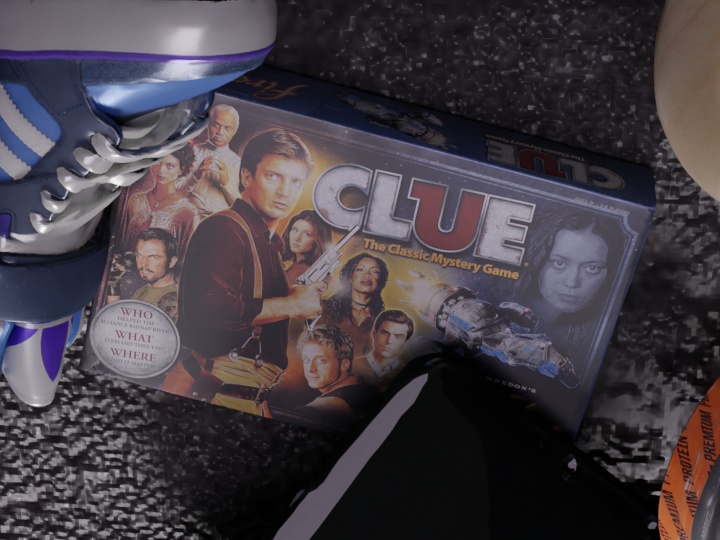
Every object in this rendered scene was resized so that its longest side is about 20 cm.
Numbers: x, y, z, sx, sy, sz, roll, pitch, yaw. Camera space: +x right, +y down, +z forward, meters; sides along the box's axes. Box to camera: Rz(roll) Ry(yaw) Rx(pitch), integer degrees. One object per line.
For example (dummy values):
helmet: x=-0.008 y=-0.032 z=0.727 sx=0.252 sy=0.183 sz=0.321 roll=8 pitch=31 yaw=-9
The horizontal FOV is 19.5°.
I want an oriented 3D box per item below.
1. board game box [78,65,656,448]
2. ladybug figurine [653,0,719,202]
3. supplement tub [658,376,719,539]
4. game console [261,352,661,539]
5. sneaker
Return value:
board game box: x=0.000 y=0.000 z=0.813 sx=0.198 sy=0.035 sz=0.136 roll=14 pitch=120 yaw=-2
ladybug figurine: x=0.189 y=-0.097 z=0.703 sx=0.199 sy=0.072 sz=0.136 roll=-36 pitch=91 yaw=12
supplement tub: x=0.214 y=0.110 z=0.759 sx=0.199 sy=0.122 sz=0.124 roll=30 pitch=129 yaw=37
game console: x=0.034 y=0.139 z=0.875 sx=0.199 sy=0.117 sz=0.175 roll=38 pitch=156 yaw=-20
sneaker: x=-0.099 y=-0.025 z=0.738 sx=0.199 sy=0.080 sz=0.148 roll=1 pitch=104 yaw=39
